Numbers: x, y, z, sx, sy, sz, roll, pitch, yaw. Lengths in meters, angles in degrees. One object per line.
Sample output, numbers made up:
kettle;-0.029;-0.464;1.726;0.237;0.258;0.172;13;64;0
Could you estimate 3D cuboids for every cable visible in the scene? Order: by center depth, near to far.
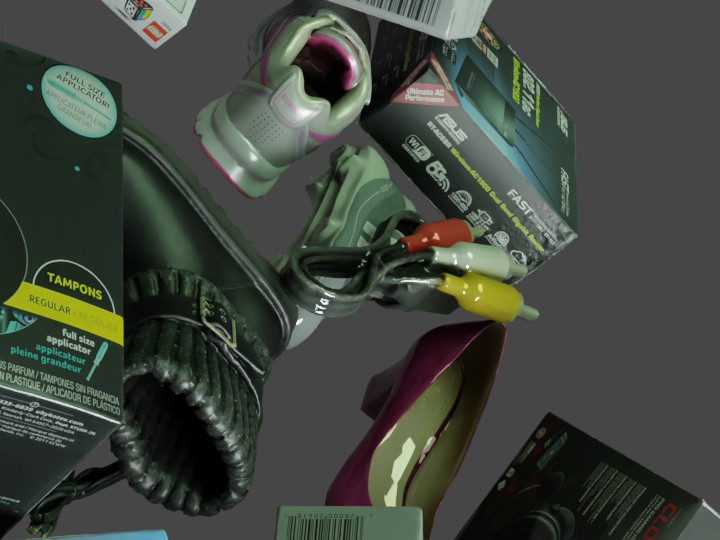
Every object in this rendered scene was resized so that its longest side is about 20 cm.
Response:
cable;0.021;-0.010;1.397;0.200;0.050;0.097;10;38;-52

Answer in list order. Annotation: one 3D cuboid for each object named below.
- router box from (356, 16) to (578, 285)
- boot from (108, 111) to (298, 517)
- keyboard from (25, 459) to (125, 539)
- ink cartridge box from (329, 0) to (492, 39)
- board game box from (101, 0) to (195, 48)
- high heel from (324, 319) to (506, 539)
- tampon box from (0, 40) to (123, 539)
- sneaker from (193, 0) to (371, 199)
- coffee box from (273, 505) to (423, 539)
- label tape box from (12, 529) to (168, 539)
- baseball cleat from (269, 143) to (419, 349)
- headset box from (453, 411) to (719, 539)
router box;0.076;-0.097;1.616;0.150;0.062;0.200;47;20;-17
boot;-0.121;0.015;1.267;0.211;0.079;0.158;41;33;-14
keyboard;-0.159;0.067;1.260;0.200;0.021;0.127;-23;82;-55
ink cartridge box;0.009;-0.195;1.583;0.162;0.057;0.200;19;6;11
board game box;-0.141;-0.243;1.518;0.126;0.035;0.200;42;36;-23
high heel;0.036;0.110;1.406;0.067;0.096;0.200;36;39;-29
tampon box;-0.203;-0.002;1.142;0.150;0.126;0.200;18;50;-30
sneaker;-0.026;-0.123;1.522;0.081;0.088;0.200;47;35;-16
coffee box;-0.009;0.229;1.211;0.200;0.079;0.115;-85;174;-47
label tape box;-0.156;0.200;1.116;0.200;0.063;0.145;4;62;-51
baseball cleat;0.000;0.000;1.474;0.106;0.070;0.200;46;36;-17
headset box;0.129;0.181;1.340;0.077;0.149;0.200;39;-4;-25
